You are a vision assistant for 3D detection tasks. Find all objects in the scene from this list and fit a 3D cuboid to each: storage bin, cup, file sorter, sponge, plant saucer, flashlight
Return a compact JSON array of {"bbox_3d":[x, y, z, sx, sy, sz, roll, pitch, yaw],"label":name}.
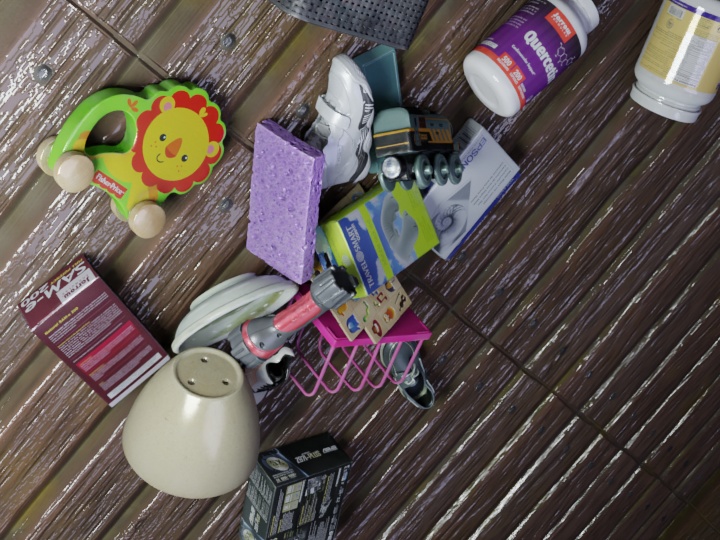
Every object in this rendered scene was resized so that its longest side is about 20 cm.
[{"bbox_3d":[-0.023,-0.348,1.192,0.198,0.135,0.095,5,119,-43],"label":"storage bin"},{"bbox_3d":[-0.227,0.194,1.397,0.198,0.201,0.145,-11,136,-34],"label":"cup"},{"bbox_3d":[-0.019,0.110,1.572,0.198,0.139,0.127,-1,126,-40],"label":"file sorter"},{"bbox_3d":[-0.103,-0.091,1.350,0.030,0.111,0.202,-27,138,-41],"label":"sponge"},{"bbox_3d":[0.033,-0.229,1.432,0.069,0.019,0.202,-30,136,-20],"label":"plant saucer"},{"bbox_3d":[-0.184,0.050,1.406,0.198,0.051,0.200,-27,171,-4],"label":"plant saucer"},{"bbox_3d":[-0.097,0.063,1.385,0.199,0.068,0.068,-36,114,27],"label":"flashlight"}]

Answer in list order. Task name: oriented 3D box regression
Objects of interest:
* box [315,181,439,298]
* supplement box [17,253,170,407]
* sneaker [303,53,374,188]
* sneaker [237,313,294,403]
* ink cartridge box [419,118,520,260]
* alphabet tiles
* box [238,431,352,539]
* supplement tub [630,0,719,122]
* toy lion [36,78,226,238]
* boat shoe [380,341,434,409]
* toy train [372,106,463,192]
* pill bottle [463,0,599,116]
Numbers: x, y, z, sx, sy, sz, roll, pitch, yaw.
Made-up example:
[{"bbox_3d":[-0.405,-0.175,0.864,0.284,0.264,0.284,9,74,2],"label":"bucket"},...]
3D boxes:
[{"bbox_3d":[0.023,-0.050,1.468,0.199,0.047,0.123,-36,109,-38],"label":"box"},{"bbox_3d":[-0.349,0.083,1.319,0.108,0.061,0.201,-39,140,-10],"label":"supplement box"},{"bbox_3d":[-0.045,-0.189,1.350,0.114,0.075,0.202,-28,140,-25],"label":"sneaker"},{"bbox_3d":[-0.152,0.157,1.519,0.073,0.080,0.201,-21,150,-31],"label":"sneaker"},{"bbox_3d":[0.170,-0.118,1.623,0.200,0.041,0.199,-51,140,5],"label":"ink cartridge box"},{"bbox_3d":[0.000,0.000,1.478,0.167,0.007,0.201,-46,114,-35],"label":"alphabet tiles"},{"bbox_3d":[-0.117,0.406,1.766,0.162,0.086,0.202,-12,129,-34],"label":"box"},{"bbox_3d":[0.549,-0.367,1.670,0.144,0.145,0.202,-5,126,-38],"label":"supplement tub"},{"bbox_3d":[-0.261,-0.153,1.210,0.193,0.068,0.200,-55,140,-1],"label":"toy lion"},{"bbox_3d":[0.091,0.180,1.781,0.072,0.062,0.201,-36,139,-12],"label":"boat shoe"},{"bbox_3d":[0.085,-0.175,1.426,0.199,0.084,0.116,-13,97,-60],"label":"toy train"},{"bbox_3d":[0.255,-0.329,1.470,0.200,0.112,0.113,-42,140,-6],"label":"pill bottle"}]
